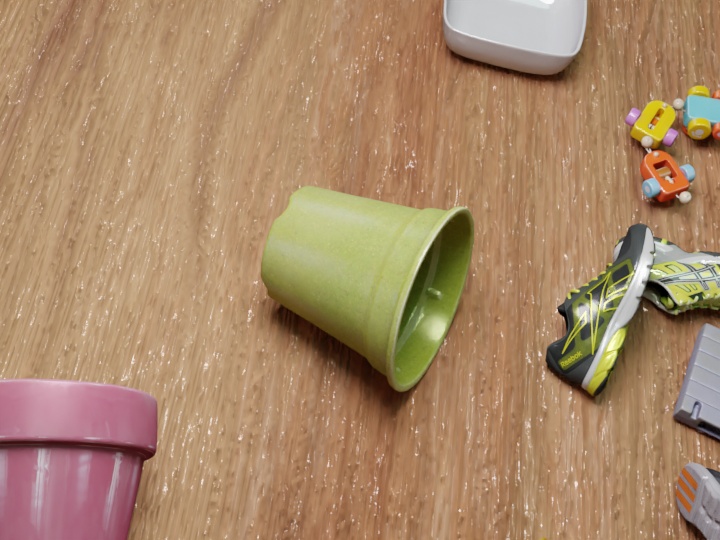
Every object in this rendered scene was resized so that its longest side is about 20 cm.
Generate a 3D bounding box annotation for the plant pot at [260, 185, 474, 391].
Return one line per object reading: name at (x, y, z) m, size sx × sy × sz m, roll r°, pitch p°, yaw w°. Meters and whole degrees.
plant pot at (0.000, 0.000, 1.065) m, size 0.182 × 0.202 × 0.202 m, roll 21°, pitch 56°, yaw 20°

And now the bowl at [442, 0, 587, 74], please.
bowl at (0.210, -0.355, 1.378) m, size 0.196 × 0.075 × 0.202 m, roll 12°, pitch 57°, yaw 1°

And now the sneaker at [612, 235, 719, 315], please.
sneaker at (0.393, 0.021, 1.170) m, size 0.196 × 0.076 × 0.077 m, roll 13°, pitch 63°, yaw 13°

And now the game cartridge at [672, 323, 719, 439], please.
game cartridge at (0.460, 0.153, 1.111) m, size 0.197 × 0.039 × 0.130 m, roll 26°, pitch 54°, yaw 9°

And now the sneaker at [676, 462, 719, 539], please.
sneaker at (0.398, 0.254, 0.970) m, size 0.110 × 0.079 × 0.201 m, roll 7°, pitch 23°, yaw -9°

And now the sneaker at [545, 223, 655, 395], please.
sneaker at (0.268, 0.033, 1.110) m, size 0.083 × 0.075 × 0.203 m, roll 21°, pitch 78°, yaw 15°

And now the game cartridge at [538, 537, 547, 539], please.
game cartridge at (0.154, 0.377, 0.923) m, size 0.174 × 0.033 × 0.202 m, roll -21°, pitch 62°, yaw -20°

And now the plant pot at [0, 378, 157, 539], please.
plant pot at (-0.282, 0.204, 0.889) m, size 0.196 × 0.200 × 0.182 m, roll 1°, pitch 72°, yaw -8°

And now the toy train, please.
toy train at (0.425, -0.159, 1.297) m, size 0.197 × 0.056 × 0.151 m, roll -24°, pitch 65°, yaw -18°
